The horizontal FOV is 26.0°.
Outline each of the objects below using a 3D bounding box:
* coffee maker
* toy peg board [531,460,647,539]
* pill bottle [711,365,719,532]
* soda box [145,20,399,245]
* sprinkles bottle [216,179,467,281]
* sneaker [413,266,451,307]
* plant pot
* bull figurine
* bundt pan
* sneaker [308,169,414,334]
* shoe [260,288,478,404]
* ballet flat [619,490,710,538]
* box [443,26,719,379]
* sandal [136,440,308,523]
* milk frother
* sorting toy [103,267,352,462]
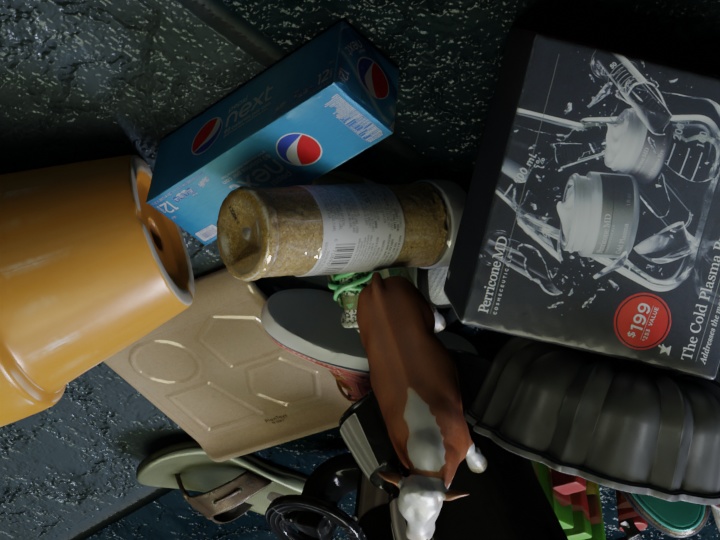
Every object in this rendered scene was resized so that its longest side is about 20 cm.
[{"bbox_3d":[0.099,0.170,1.252,0.192,0.200,0.135,-21,155,0],"label":"coffee maker"},{"bbox_3d":[0.227,0.168,1.356,0.199,0.098,0.200,-19,148,28],"label":"toy peg board"},{"bbox_3d":[0.313,0.126,1.238,0.114,0.114,0.200,-9,127,18],"label":"pill bottle"},{"bbox_3d":[-0.066,-0.098,1.148,0.200,0.068,0.064,-28,130,34],"label":"soda box"},{"bbox_3d":[-0.007,-0.031,1.147,0.200,0.068,0.068,-4,152,-40],"label":"sprinkles bottle"},{"bbox_3d":[0.119,-0.011,1.200,0.200,0.088,0.076,-30,128,32],"label":"sneaker"},{"bbox_3d":[-0.236,0.000,1.208,0.183,0.201,0.200,-19,135,7],"label":"plant pot"},{"bbox_3d":[0.045,0.099,1.145,0.065,0.201,0.121,-14,163,12],"label":"bull figurine"},{"bbox_3d":[0.178,0.094,1.101,0.201,0.202,0.076,13,98,-7],"label":"bundt pan"},{"bbox_3d":[0.000,0.000,1.236,0.077,0.089,0.200,-14,135,23],"label":"sneaker"},{"bbox_3d":[-0.003,0.084,1.340,0.199,0.072,0.091,16,131,-19],"label":"shoe"},{"bbox_3d":[0.207,0.125,1.236,0.073,0.200,0.073,-31,163,-10],"label":"ballet flat"},{"bbox_3d":[0.171,-0.048,1.069,0.181,0.104,0.201,12,100,-5],"label":"box"},{"bbox_3d":[-0.122,0.220,1.534,0.200,0.057,0.080,18,138,-13],"label":"sandal"},{"bbox_3d":[0.017,0.198,1.388,0.180,0.189,0.200,0,139,7],"label":"milk frother"},{"bbox_3d":[-0.119,0.084,1.398,0.185,0.037,0.200,-20,128,28],"label":"sorting toy"}]
